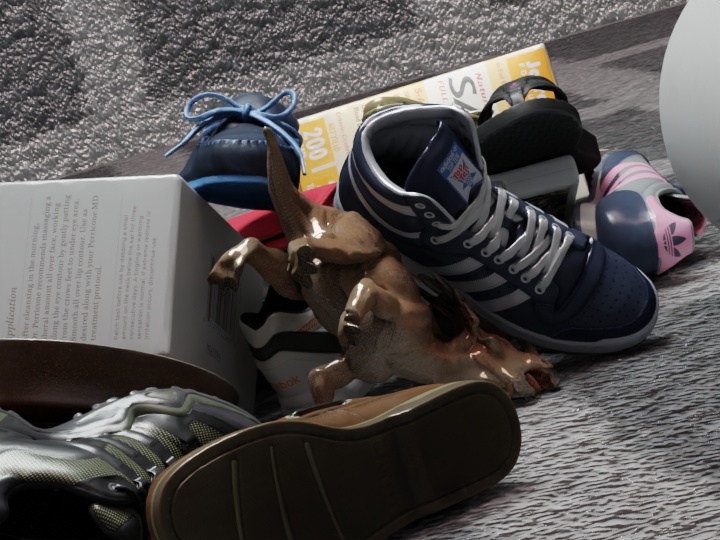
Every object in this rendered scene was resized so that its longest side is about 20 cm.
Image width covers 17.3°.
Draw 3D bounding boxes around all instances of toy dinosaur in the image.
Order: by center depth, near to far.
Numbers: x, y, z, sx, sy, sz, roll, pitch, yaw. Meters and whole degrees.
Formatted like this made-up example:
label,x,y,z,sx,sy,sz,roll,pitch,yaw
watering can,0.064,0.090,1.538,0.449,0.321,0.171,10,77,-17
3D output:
label,x,y,z,sx,sy,sz,roll,pitch,yaw
toy dinosaur,0.005,0.011,1.300,0.135,0.201,0.086,-27,-8,-47

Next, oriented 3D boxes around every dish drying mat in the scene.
label,x,y,z,sx,sy,sz,roll,pitch,yaw
dish drying mat,-0.104,-0.010,1.503,0.199,0.018,0.077,-20,20,24

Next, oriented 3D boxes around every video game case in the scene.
label,x,y,z,sx,sy,sz,roll,pitch,yaw
video game case,0.052,-0.020,1.585,0.181,0.024,0.200,-14,-14,-2

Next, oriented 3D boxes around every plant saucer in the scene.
label,x,y,z,sx,sy,sz,roll,pitch,yaw
plant saucer,-0.167,0.079,1.311,0.199,0.032,0.200,1,-18,0

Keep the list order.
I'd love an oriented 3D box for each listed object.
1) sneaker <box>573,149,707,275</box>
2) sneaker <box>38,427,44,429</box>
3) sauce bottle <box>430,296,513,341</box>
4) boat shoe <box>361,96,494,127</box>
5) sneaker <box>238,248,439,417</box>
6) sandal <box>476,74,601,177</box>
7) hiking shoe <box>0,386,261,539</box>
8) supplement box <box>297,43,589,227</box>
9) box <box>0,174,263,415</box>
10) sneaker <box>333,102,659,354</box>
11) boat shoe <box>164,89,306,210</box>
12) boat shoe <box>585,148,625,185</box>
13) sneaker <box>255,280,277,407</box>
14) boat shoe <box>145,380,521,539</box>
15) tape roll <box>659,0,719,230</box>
label,x,y,z,sx,sy,sz,roll,pitch,yaw
sneaker,0.193,-0.035,1.575,0.081,0.071,0.200,-5,17,15
sneaker,-0.243,0.126,1.257,0.199,0.077,0.085,-12,16,23
sauce bottle,0.060,0.018,1.451,0.064,0.065,0.199,-22,13,-39
boat shoe,0.051,-0.087,1.565,0.073,0.063,0.200,-21,-1,15
sneaker,0.000,0.000,1.391,0.073,0.080,0.200,-14,31,41
sandal,0.106,-0.090,1.509,0.075,0.048,0.200,-19,-10,9
hiking shoe,-0.122,0.116,1.168,0.199,0.076,0.101,-3,39,-31
supplement box,0.058,-0.068,1.703,0.199,0.127,0.074,-18,-20,5
box,-0.173,0.023,1.364,0.199,0.107,0.152,-3,-18,17
sneaker,0.078,-0.024,1.317,0.199,0.070,0.109,25,-24,8
boat shoe,-0.073,-0.072,1.386,0.084,0.069,0.200,7,0,-6
boat shoe,0.115,-0.050,1.759,0.199,0.072,0.060,-9,6,1
sneaker,-0.109,0.059,1.446,0.199,0.078,0.086,-20,19,-8
boat shoe,-0.020,0.099,1.095,0.199,0.072,0.068,-9,0,-35
tape roll,0.283,-0.097,1.350,0.201,0.204,0.139,-16,10,-7
